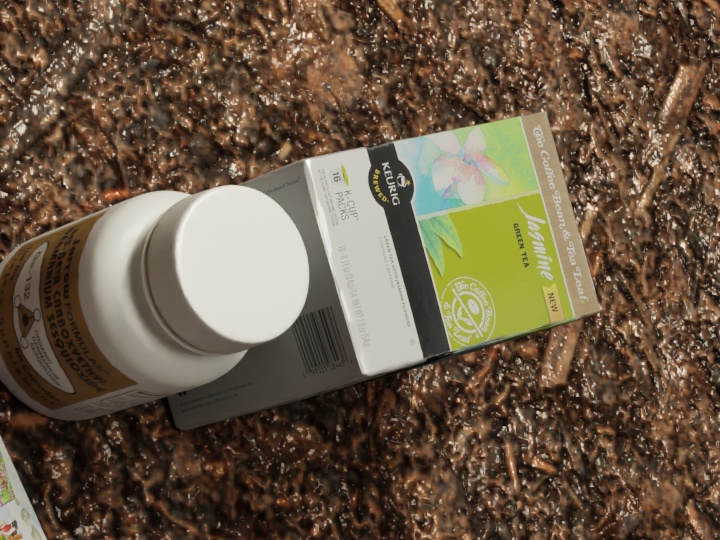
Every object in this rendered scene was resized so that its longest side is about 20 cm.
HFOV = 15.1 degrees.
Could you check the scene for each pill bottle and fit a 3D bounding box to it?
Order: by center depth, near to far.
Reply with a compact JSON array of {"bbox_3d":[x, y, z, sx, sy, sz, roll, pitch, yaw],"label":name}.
[{"bbox_3d":[-0.122,0.016,1.554,0.114,0.200,0.115,10,73,-35],"label":"pill bottle"}]

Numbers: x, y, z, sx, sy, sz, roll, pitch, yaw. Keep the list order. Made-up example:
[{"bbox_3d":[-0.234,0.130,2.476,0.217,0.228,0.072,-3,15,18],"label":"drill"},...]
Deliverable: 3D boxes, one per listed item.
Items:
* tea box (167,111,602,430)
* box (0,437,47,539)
[{"bbox_3d":[0.000,0.000,1.651,0.197,0.200,0.134,-15,88,-38],"label":"tea box"},{"bbox_3d":[-0.237,0.181,1.530,0.137,0.039,0.200,-27,96,-39],"label":"box"}]
